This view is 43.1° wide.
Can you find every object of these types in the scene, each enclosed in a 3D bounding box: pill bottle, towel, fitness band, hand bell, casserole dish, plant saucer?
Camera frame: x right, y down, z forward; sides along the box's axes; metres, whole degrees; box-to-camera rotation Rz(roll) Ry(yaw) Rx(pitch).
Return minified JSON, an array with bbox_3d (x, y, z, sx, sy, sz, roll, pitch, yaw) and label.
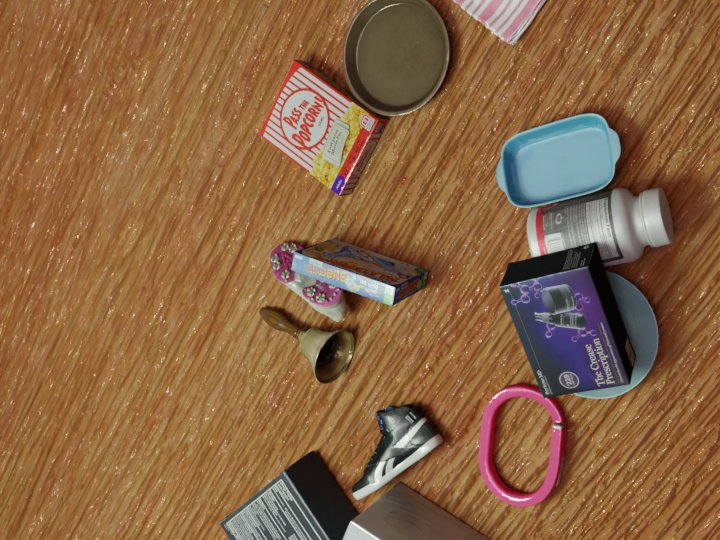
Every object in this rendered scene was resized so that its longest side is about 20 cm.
[{"bbox_3d":[0.358,-0.060,1.359,0.197,0.110,0.113,-12,92,29],"label":"pill bottle"},{"bbox_3d":[0.205,-0.469,1.426,0.200,0.030,0.147,42,113,17],"label":"towel"},{"bbox_3d":[0.266,0.289,1.505,0.141,0.037,0.204,10,101,27],"label":"fitness band"},{"bbox_3d":[-0.115,0.116,1.671,0.198,0.103,0.106,28,110,36],"label":"hand bell"},{"bbox_3d":[0.307,-0.165,1.401,0.197,0.039,0.124,-14,77,30],"label":"casserole dish"},{"bbox_3d":[0.366,0.096,1.420,0.198,0.039,0.205,4,99,28],"label":"plant saucer"},{"bbox_3d":[0.061,-0.359,1.517,0.197,0.029,0.205,3,97,27],"label":"plant saucer"}]

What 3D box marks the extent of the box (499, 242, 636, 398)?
[{"bbox_3d":[0.308,0.077,1.347,0.139,0.079,0.203,-13,113,32],"label":"box"}]

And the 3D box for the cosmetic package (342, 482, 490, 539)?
[{"bbox_3d":[0.087,0.487,1.538,0.197,0.199,0.125,28,110,21],"label":"cosmetic package"}]

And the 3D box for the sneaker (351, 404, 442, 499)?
[{"bbox_3d":[0.043,0.310,1.614,0.199,0.073,0.113,-39,76,19],"label":"sneaker"}]

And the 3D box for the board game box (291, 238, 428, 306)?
[{"bbox_3d":[0.000,0.000,1.547,0.197,0.135,0.035,19,110,24],"label":"board game box"}]

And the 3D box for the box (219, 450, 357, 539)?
[{"bbox_3d":[-0.118,0.483,1.691,0.198,0.123,0.201,-41,80,28],"label":"box"}]

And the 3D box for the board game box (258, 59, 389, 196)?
[{"bbox_3d":[-0.067,-0.250,1.596,0.199,0.046,0.153,37,112,19],"label":"board game box"}]

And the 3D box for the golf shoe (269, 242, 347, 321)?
[{"bbox_3d":[-0.094,0.024,1.637,0.075,0.092,0.200,-41,50,-8],"label":"golf shoe"}]
